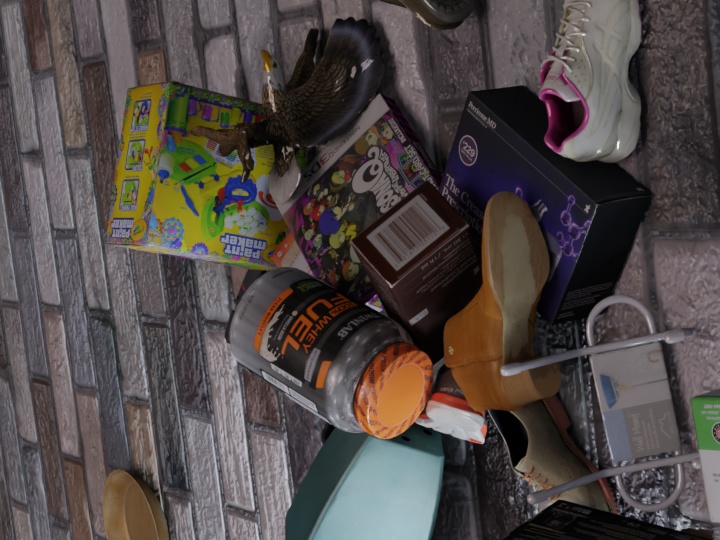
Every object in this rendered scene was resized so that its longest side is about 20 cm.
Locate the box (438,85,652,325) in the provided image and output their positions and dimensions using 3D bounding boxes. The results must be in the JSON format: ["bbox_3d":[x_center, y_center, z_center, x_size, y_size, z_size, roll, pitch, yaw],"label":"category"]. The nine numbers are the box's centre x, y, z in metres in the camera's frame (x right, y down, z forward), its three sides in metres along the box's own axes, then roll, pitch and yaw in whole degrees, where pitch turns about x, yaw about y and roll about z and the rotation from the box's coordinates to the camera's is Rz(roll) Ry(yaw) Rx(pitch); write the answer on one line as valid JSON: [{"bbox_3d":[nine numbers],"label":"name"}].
[{"bbox_3d":[0.170,-0.066,1.396,0.200,0.078,0.142,47,132,38],"label":"box"}]

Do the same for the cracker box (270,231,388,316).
[{"bbox_3d":[0.000,0.000,1.630,0.134,0.058,0.200,-52,52,13],"label":"cracker box"}]

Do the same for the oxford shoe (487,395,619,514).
[{"bbox_3d":[0.189,0.207,1.441,0.201,0.073,0.071,60,142,26],"label":"oxford shoe"}]

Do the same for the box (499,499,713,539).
[{"bbox_3d":[0.224,0.271,1.290,0.199,0.160,0.044,9,108,36],"label":"box"}]

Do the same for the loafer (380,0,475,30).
[{"bbox_3d":[0.054,-0.308,1.513,0.200,0.075,0.070,56,152,37],"label":"loafer"}]

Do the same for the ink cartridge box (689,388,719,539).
[{"bbox_3d":[0.361,0.193,1.177,0.146,0.084,0.202,-6,94,56],"label":"ink cartridge box"}]

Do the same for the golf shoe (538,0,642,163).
[{"bbox_3d":[0.202,-0.195,1.299,0.075,0.091,0.202,4,101,56],"label":"golf shoe"}]

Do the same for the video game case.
[{"bbox_3d":[0.009,-0.064,1.584,0.181,0.036,0.201,-43,54,20],"label":"video game case"}]

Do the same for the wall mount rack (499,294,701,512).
[{"bbox_3d":[0.222,0.127,1.298,0.075,0.173,0.201,3,-105,-85],"label":"wall mount rack"}]

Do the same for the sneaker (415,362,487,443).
[{"bbox_3d":[0.108,0.131,1.521,0.200,0.077,0.082,108,179,-78],"label":"sneaker"}]

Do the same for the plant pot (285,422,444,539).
[{"bbox_3d":[0.013,0.254,1.621,0.142,0.140,0.201,-95,24,-64],"label":"plant pot"}]

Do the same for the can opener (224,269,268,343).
[{"bbox_3d":[-0.132,0.022,1.870,0.079,0.063,0.201,56,140,31],"label":"can opener"}]

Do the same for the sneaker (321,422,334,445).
[{"bbox_3d":[0.009,0.138,1.670,0.079,0.089,0.201,46,128,38],"label":"sneaker"}]

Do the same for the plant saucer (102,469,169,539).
[{"bbox_3d":[-0.356,0.414,2.329,0.200,0.035,0.202,21,116,51],"label":"plant saucer"}]

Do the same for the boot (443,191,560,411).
[{"bbox_3d":[0.119,0.035,1.373,0.144,0.070,0.203,-15,86,61],"label":"boot"}]

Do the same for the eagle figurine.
[{"bbox_3d":[-0.072,-0.192,1.634,0.152,0.200,0.151,43,151,23],"label":"eagle figurine"}]

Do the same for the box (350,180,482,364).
[{"bbox_3d":[0.068,0.008,1.451,0.075,0.100,0.200,49,174,28],"label":"box"}]

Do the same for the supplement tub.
[{"bbox_3d":[-0.029,0.085,1.474,0.199,0.122,0.123,27,121,37],"label":"supplement tub"}]

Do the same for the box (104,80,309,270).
[{"bbox_3d":[-0.181,-0.109,1.744,0.122,0.199,0.194,3,83,55],"label":"box"}]
